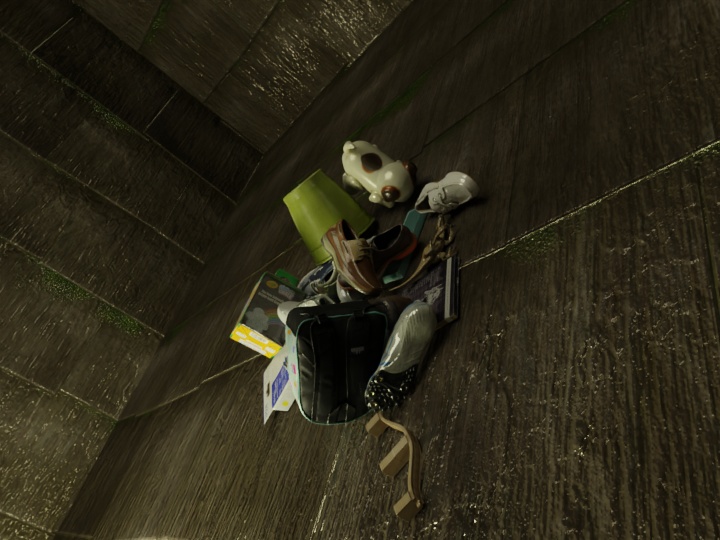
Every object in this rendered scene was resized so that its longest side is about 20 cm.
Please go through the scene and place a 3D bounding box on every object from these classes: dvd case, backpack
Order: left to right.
[{"bbox_3d":[-0.047,0.160,0.958,0.153,0.173,0.203,-166,71,-67],"label":"backpack"},{"bbox_3d":[0.107,0.073,1.011,0.199,0.016,0.150,-38,27,37],"label":"dvd case"}]

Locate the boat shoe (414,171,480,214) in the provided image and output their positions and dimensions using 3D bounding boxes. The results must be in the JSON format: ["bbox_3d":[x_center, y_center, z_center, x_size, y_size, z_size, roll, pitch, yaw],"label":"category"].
[{"bbox_3d":[0.173,-0.147,1.114,0.070,0.071,0.200,-51,12,-14],"label":"boat shoe"}]

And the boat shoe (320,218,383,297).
[{"bbox_3d":[-0.013,-0.032,1.099,0.074,0.075,0.201,-52,52,19],"label":"boat shoe"}]

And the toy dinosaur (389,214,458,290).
[{"bbox_3d":[0.141,-0.030,1.062,0.201,0.058,0.101,-56,7,-23],"label":"toy dinosaur"}]

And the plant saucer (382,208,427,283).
[{"bbox_3d":[0.101,-0.064,1.211,0.070,0.019,0.202,-21,39,53],"label":"plant saucer"}]

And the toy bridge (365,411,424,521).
[{"bbox_3d":[0.058,0.277,0.808,0.067,0.027,0.200,-50,23,8],"label":"toy bridge"}]

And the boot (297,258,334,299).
[{"bbox_3d":[-0.103,0.030,1.389,0.200,0.073,0.091,-45,9,19],"label":"boot"}]

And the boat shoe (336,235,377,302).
[{"bbox_3d":[0.001,0.000,1.247,0.065,0.074,0.203,-37,21,43],"label":"boat shoe"}]

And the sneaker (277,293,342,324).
[{"bbox_3d":[-0.095,0.082,1.128,0.198,0.081,0.070,10,36,32],"label":"sneaker"}]

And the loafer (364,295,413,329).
[{"bbox_3d":[0.044,0.087,1.031,0.200,0.070,0.074,165,93,-68],"label":"loafer"}]

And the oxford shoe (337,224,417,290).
[{"bbox_3d":[0.023,-0.033,1.157,0.199,0.072,0.072,-37,53,10],"label":"oxford shoe"}]

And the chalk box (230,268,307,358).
[{"bbox_3d":[-0.224,0.095,1.367,0.124,0.123,0.202,-43,21,57],"label":"chalk box"}]

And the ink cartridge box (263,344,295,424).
[{"bbox_3d":[-0.170,0.231,1.285,0.202,0.046,0.198,-61,20,18],"label":"ink cartridge box"}]

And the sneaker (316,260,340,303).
[{"bbox_3d":[-0.074,0.067,1.275,0.067,0.089,0.202,0,57,61],"label":"sneaker"}]

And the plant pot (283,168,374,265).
[{"bbox_3d":[-0.097,-0.152,1.421,0.199,0.194,0.201,-37,10,7],"label":"plant pot"}]

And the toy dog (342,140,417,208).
[{"bbox_3d":[0.058,-0.245,1.352,0.140,0.195,0.199,-45,54,-14],"label":"toy dog"}]

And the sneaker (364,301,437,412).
[{"bbox_3d":[0.069,0.147,0.918,0.202,0.071,0.072,-62,2,0],"label":"sneaker"}]
